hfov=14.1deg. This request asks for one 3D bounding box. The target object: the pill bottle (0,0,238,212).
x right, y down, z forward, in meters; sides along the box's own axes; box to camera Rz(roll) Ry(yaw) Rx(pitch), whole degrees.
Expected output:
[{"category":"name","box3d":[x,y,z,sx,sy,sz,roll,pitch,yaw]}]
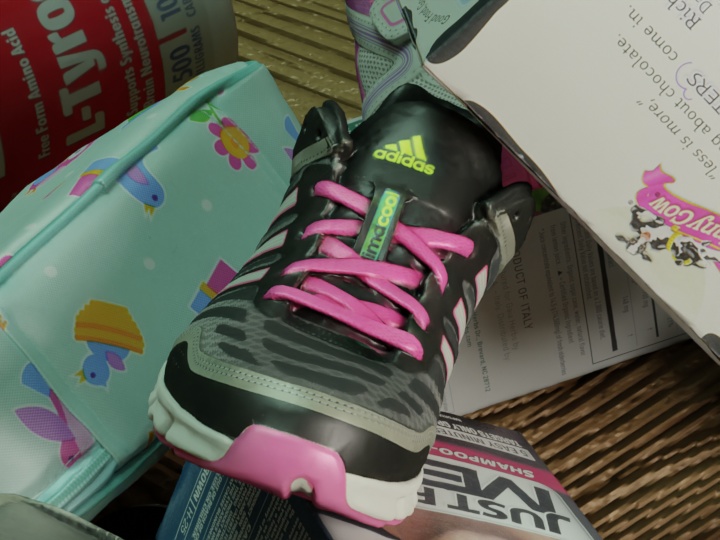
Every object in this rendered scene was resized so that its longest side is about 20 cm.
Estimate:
[{"category":"pill bottle","box3d":[-0.155,-0.074,1.100,0.200,0.113,0.112,-29,33,-27]}]

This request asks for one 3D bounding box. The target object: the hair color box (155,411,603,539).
[{"category":"hair color box","box3d":[0.026,0.101,0.735,0.100,0.061,0.200,14,20,-26]}]

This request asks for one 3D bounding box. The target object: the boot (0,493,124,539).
[{"category":"boot","box3d":[-0.036,0.155,0.615,0.199,0.073,0.183,15,78,29]}]

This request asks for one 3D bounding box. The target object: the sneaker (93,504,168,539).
[{"category":"sneaker","box3d":[-0.065,0.108,0.776,0.071,0.083,0.200,-7,29,7]}]

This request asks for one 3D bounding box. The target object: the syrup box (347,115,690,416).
[{"category":"syrup box","box3d":[0.091,-0.027,0.959,0.199,0.082,0.079,-19,31,-10]}]

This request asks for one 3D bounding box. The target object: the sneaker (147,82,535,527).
[{"category":"sneaker","box3d":[0.000,0.000,0.756,0.073,0.088,0.200,22,18,4]}]

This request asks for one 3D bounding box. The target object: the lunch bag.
[{"category":"lunch bag","box3d":[-0.097,0.025,0.886,0.160,0.077,0.200,-30,12,47]}]

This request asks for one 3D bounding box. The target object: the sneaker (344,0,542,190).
[{"category":"sneaker","box3d":[0.027,-0.085,0.911,0.081,0.089,0.200,-15,29,-4]}]

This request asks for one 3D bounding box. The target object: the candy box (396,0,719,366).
[{"category":"candy box","box3d":[0.137,-0.076,0.776,0.200,0.168,0.072,-43,20,10]}]
